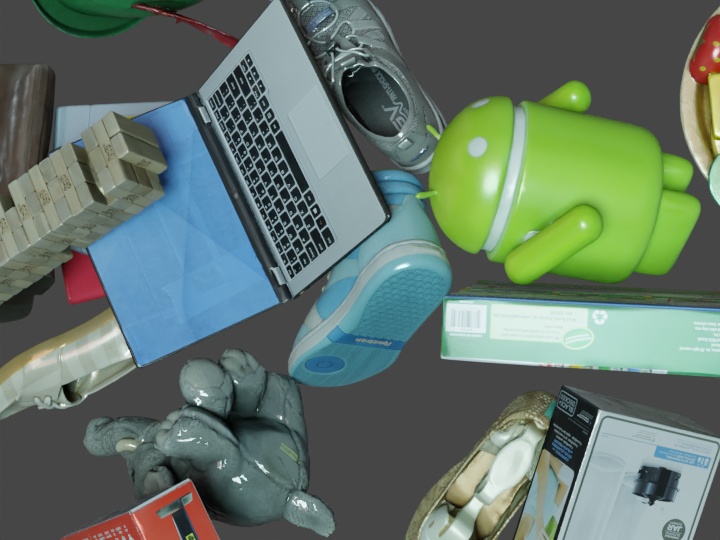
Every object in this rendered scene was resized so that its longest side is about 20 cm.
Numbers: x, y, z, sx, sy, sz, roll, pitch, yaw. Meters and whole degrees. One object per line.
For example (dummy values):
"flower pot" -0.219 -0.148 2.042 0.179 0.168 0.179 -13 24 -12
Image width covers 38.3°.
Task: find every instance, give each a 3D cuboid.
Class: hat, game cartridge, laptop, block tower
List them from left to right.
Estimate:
"block tower" -0.237 -0.037 0.768 0.199 0.058 0.055 -32 71 15
"game cartridge" -0.171 -0.073 0.865 0.197 0.040 0.136 0 87 17
"hat" -0.126 -0.224 0.784 0.175 0.199 0.168 31 114 25
"laptop" -0.110 -0.064 0.763 0.200 0.115 0.189 -37 74 42

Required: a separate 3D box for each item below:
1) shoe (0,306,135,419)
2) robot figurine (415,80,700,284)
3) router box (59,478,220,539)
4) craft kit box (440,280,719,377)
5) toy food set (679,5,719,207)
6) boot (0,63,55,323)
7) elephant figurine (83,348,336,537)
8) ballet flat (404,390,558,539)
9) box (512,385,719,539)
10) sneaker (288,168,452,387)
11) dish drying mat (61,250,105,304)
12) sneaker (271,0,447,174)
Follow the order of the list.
"shoe" -0.242 0.083 0.882 0.198 0.070 0.054 -30 77 11
"robot figurine" 0.139 -0.058 0.749 0.197 0.177 0.117 12 135 -3
"router box" -0.135 0.253 0.741 0.200 0.048 0.181 -33 82 56
"craft kit box" 0.166 0.036 0.717 0.197 0.197 0.049 3 96 14
"toy food set" 0.334 -0.124 0.746 0.197 0.049 0.201 -7 90 13
"boot" -0.313 -0.065 0.899 0.185 0.064 0.203 -23 68 42
"elephant figurine" -0.132 0.164 0.838 0.140 0.157 0.200 24 131 -28
"ballet flat" 0.090 0.179 0.807 0.070 0.065 0.201 33 99 11
"box" 0.179 0.199 0.765 0.115 0.060 0.203 16 96 -20
"sneaker" 0.000 0.000 0.817 0.200 0.079 0.132 -45 42 43
"dish drying mat" -0.170 -0.031 0.888 0.197 0.018 0.078 -16 84 15
"sneaker" -0.003 -0.166 0.807 0.075 0.082 0.200 -43 76 11
